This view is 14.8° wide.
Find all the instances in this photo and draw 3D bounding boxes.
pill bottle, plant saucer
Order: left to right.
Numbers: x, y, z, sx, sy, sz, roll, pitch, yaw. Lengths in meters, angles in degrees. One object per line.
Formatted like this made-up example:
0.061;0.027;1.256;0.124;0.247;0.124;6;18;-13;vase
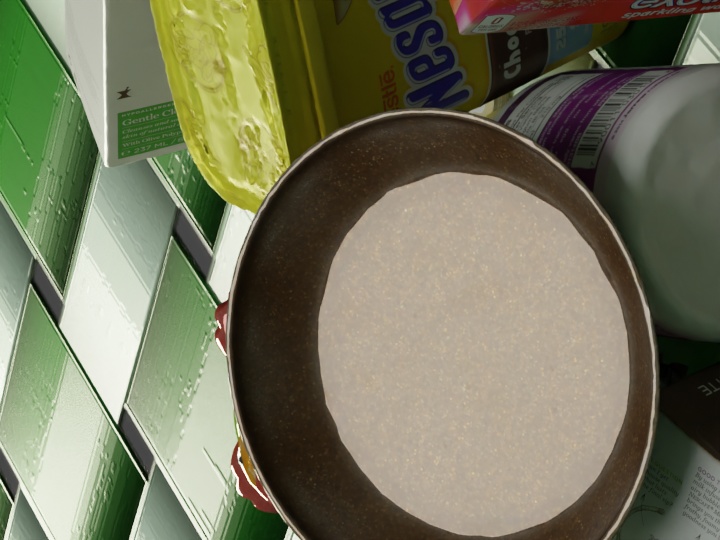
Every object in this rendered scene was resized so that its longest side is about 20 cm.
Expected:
0.036;0.035;1.091;0.200;0.037;0.201;5;99;33;plant saucer
0.112;-0.030;1.159;0.200;0.112;0.113;-173;76;-68;pill bottle

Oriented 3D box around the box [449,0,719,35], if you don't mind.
0.126;-0.156;1.024;0.100;0.200;0.096;-41;62;55;box

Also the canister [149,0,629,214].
0.016;-0.129;1.190;0.086;0.200;0.149;21;131;49;canister

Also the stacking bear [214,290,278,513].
-0.013;0.070;1.326;0.200;0.113;0.122;-97;0;-84;stacking bear

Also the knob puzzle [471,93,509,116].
0.013;-0.137;1.387;0.219;0.030;0.220;22;116;56;knob puzzle

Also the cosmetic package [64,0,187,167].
-0.096;-0.150;1.437;0.200;0.107;0.085;97;155;-62;cosmetic package

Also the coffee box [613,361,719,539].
0.150;0.131;1.133;0.080;0.114;0.200;41;134;28;coffee box

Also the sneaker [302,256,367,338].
0.000;0.000;1.235;0.078;0.086;0.200;61;176;3;sneaker

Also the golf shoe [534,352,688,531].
0.063;0.071;1.185;0.088;0.077;0.200;-67;14;-13;golf shoe
